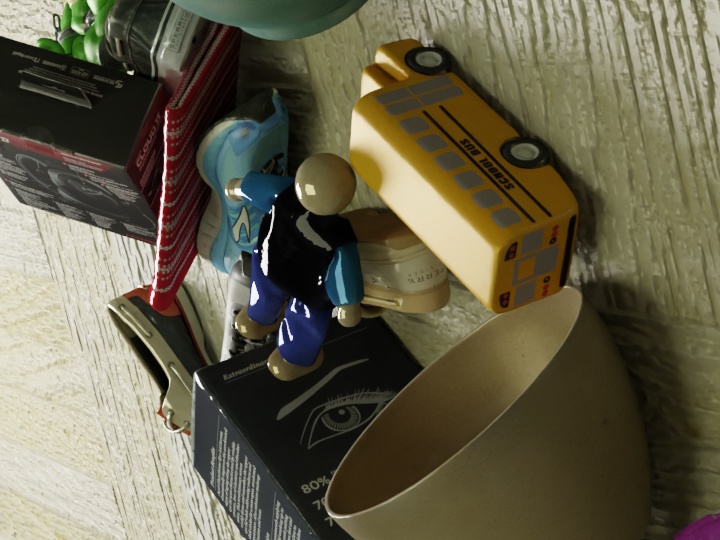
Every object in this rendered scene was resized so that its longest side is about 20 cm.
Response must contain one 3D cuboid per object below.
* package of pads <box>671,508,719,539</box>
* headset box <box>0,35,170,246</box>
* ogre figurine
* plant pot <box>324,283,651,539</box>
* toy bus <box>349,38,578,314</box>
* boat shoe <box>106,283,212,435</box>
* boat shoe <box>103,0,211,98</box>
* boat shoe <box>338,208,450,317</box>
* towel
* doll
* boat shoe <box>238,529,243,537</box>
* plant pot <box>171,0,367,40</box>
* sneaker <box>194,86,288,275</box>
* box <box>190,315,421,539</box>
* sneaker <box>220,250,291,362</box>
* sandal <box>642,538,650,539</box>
[{"bbox_3d":[0.252,0.210,1.236,0.201,0.075,0.120,65,151,10],"label":"package of pads"},{"bbox_3d":[-0.211,-0.099,1.758,0.148,0.078,0.200,17,162,15],"label":"headset box"},{"bbox_3d":[-0.210,-0.195,1.836,0.200,0.098,0.120,-30,63,49],"label":"ogre figurine"},{"bbox_3d":[0.097,0.124,1.380,0.135,0.200,0.200,48,157,-11],"label":"plant pot"},{"bbox_3d":[0.057,-0.062,1.416,0.200,0.078,0.065,47,147,38],"label":"toy bus"},{"bbox_3d":[-0.150,0.103,1.965,0.201,0.062,0.071,65,152,6],"label":"boat shoe"},{"bbox_3d":[-0.152,-0.177,1.690,0.071,0.072,0.200,24,174,-3],"label":"boat shoe"},{"bbox_3d":[0.000,0.000,1.579,0.200,0.073,0.069,6,116,66],"label":"boat shoe"},{"bbox_3d":[-0.124,-0.083,1.708,0.022,0.145,0.201,15,134,7],"label":"towel"},{"bbox_3d":[-0.043,-0.011,1.522,0.137,0.048,0.200,50,150,19],"label":"doll"},{"bbox_3d":[-0.084,0.155,1.803,0.200,0.068,0.074,-112,12,-62],"label":"boat shoe"},{"bbox_3d":[-0.056,-0.228,1.419,0.200,0.200,0.134,47,174,39],"label":"plant pot"},{"bbox_3d":[-0.065,-0.053,1.691,0.090,0.078,0.200,41,152,24],"label":"sneaker"},{"bbox_3d":[-0.010,0.142,1.620,0.200,0.147,0.105,51,149,36],"label":"box"},{"bbox_3d":[-0.069,0.056,1.702,0.074,0.079,0.200,27,154,16],"label":"sneaker"},{"bbox_3d":[0.195,0.253,1.404,0.048,0.075,0.201,-3,110,25],"label":"sandal"}]
